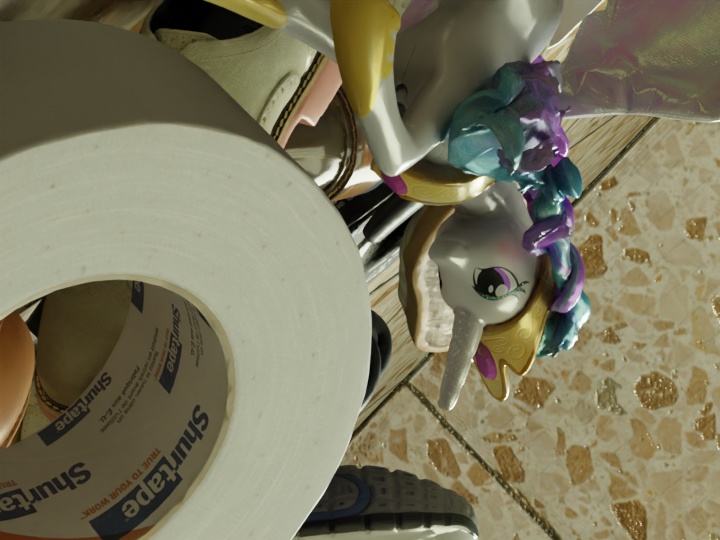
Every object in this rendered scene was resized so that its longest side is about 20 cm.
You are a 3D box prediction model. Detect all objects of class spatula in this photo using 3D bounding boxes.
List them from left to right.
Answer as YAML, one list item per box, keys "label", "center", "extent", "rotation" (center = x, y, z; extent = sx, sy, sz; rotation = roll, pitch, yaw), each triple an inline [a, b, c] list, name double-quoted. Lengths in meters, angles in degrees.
- label: "spatula"
  center: [0.000, 0.000, 1.157]
  extent: [0.200, 0.021, 0.056]
  rotation: [-52, 170, 28]

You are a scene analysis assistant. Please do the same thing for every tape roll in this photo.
- label: "tape roll"
  center: [-0.097, 0.031, 0.812]
  extent: [0.200, 0.066, 0.201]
  rotation: [-19, 129, -25]

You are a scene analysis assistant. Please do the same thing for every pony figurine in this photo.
- label: "pony figurine"
  center: [0.041, -0.079, 0.901]
  extent: [0.166, 0.200, 0.193]
  rotation: [8, -126, 39]

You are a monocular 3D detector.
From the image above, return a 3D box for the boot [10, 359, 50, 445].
- label: "boot"
  center: [-0.102, 0.104, 1.114]
  extent: [0.200, 0.155, 0.072]
  rotation: [21, 104, -46]

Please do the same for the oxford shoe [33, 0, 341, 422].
- label: "oxford shoe"
  center: [-0.063, -0.042, 0.922]
  extent: [0.074, 0.071, 0.201]
  rotation: [65, 41, -54]

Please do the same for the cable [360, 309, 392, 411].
- label: "cable"
  center: [-0.063, 0.057, 1.349]
  extent: [0.163, 0.051, 0.200]
  rotation: [-24, -157, -30]

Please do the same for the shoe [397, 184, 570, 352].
- label: "shoe"
  center: [0.046, -0.019, 1.245]
  extent: [0.070, 0.054, 0.200]
  rotation: [-9, 161, -11]

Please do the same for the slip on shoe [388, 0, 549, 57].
- label: "slip on shoe"
  center: [0.041, -0.111, 1.185]
  extent: [0.061, 0.074, 0.200]
  rotation: [-40, -168, 30]

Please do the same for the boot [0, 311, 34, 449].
- label: "boot"
  center: [-0.145, 0.013, 0.943]
  extent: [0.155, 0.077, 0.200]
  rotation: [-52, 164, 30]

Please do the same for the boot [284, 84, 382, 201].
- label: "boot"
  center: [-0.082, -0.028, 1.079]
  extent: [0.097, 0.075, 0.200]
  rotation: [-14, 169, -42]

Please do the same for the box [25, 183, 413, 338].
- label: "box"
  center: [-0.031, -0.033, 1.255]
  extent: [0.200, 0.086, 0.164]
  rotation: [-38, 171, -45]

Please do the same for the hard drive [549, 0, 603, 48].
- label: "hard drive"
  center: [0.116, -0.169, 1.338]
  extent: [0.132, 0.027, 0.200]
  rotation: [-44, -170, 6]

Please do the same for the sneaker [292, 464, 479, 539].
- label: "sneaker"
  center: [-0.039, 0.145, 1.251]
  extent: [0.199, 0.087, 0.075]
  rotation: [-16, -165, 11]
